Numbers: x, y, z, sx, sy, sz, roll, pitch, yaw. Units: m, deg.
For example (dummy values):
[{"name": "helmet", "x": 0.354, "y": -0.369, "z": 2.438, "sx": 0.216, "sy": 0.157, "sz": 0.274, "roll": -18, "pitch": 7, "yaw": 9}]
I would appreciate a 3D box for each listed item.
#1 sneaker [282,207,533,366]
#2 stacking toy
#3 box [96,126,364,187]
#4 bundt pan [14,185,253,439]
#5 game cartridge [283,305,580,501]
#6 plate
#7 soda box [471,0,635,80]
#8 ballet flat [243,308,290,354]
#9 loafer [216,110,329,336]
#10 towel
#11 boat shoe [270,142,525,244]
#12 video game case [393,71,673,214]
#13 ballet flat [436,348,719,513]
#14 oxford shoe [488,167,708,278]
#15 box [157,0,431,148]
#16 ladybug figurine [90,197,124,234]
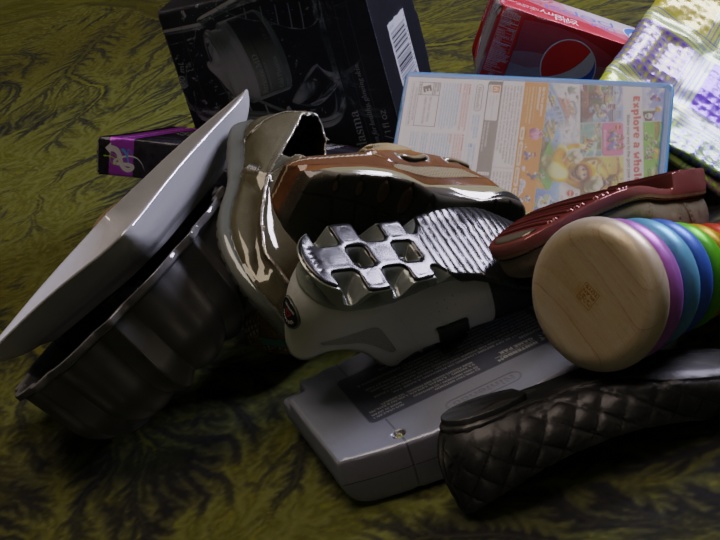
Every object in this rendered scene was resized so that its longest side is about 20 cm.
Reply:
[{"name": "sneaker", "x": 0.038, "y": 0.016, "z": 0.886, "sx": 0.198, "sy": 0.089, "sz": 0.074, "roll": -3, "pitch": 44, "yaw": -27}, {"name": "stacking toy", "x": 0.188, "y": 0.001, "z": 0.841, "sx": 0.085, "sy": 0.087, "sz": 0.199, "roll": 5, "pitch": 11, "yaw": 40}, {"name": "box", "x": -0.099, "y": -0.092, "z": 1.178, "sx": 0.197, "sy": 0.037, "sz": 0.143, "roll": 6, "pitch": 10, "yaw": 16}, {"name": "bundt pan", "x": -0.142, "y": 0.039, "z": 0.974, "sx": 0.201, "sy": 0.076, "sz": 0.202, "roll": -41, "pitch": 12, "yaw": 11}, {"name": "game cartridge", "x": 0.061, "y": 0.072, "z": 0.877, "sx": 0.198, "sy": 0.042, "sz": 0.133, "roll": -23, "pitch": 29, "yaw": -12}, {"name": "plate", "x": -0.168, "y": -0.025, "z": 1.020, "sx": 0.199, "sy": 0.032, "sz": 0.200, "roll": -35, "pitch": 17, "yaw": 39}, {"name": "soda box", "x": 0.192, "y": -0.166, "z": 1.140, "sx": 0.198, "sy": 0.064, "sz": 0.070, "roll": 17, "pitch": 26, "yaw": -7}, {"name": "ballet flat", "x": 0.000, "y": 0.000, "z": 1.042, "sx": 0.065, "sy": 0.071, "sz": 0.200, "roll": 19, "pitch": 51, "yaw": 42}, {"name": "loafer", "x": -0.049, "y": -0.043, "z": 0.933, "sx": 0.069, "sy": 0.075, "sz": 0.201, "roll": -27, "pitch": 42, "yaw": 18}, {"name": "towel", "x": 0.273, "y": -0.153, "z": 1.090, "sx": 0.143, "sy": 0.023, "sz": 0.200, "roll": 36, "pitch": 55, "yaw": 7}, {"name": "boat shoe", "x": 0.020, "y": -0.045, "z": 0.924, "sx": 0.198, "sy": 0.076, "sz": 0.074, "roll": 8, "pitch": 33, "yaw": -43}, {"name": "video game case", "x": 0.119, "y": -0.073, "z": 1.013, "sx": 0.197, "sy": 0.018, "sz": 0.145, "roll": 4, "pitch": 67, "yaw": 14}, {"name": "ballet flat", "x": 0.138, "y": 0.084, "z": 0.798, "sx": 0.197, "sy": 0.058, "sz": 0.066, "roll": -14, "pitch": 10, "yaw": -6}, {"name": "oxford shoe", "x": 0.161, "y": -0.015, "z": 0.888, "sx": 0.198, "sy": 0.076, "sz": 0.070, "roll": -16, "pitch": 3, "yaw": -39}, {"name": "box", "x": -0.048, "y": -0.176, "z": 1.274, "sx": 0.194, "sy": 0.202, "sz": 0.124, "roll": -7, "pitch": 25, "yaw": 23}, {"name": "ladybug figurine", "x": -0.145, "y": -0.022, "z": 1.171, "sx": 0.135, "sy": 0.073, "sz": 0.199, "roll": -32, "pitch": 28, "yaw": -31}]
